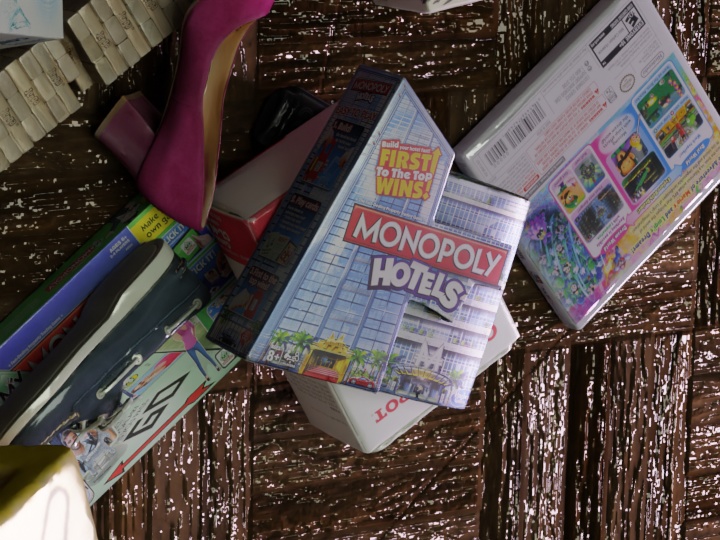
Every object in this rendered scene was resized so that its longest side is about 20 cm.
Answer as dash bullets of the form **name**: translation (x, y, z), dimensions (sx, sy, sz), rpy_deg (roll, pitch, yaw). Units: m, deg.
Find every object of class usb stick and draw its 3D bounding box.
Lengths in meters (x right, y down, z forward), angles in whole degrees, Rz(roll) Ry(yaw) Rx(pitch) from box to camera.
- **usb stick**: translation (0.010, -0.067, 1.710), dimensions (0.200, 0.033, 0.056), rpy_deg (29, 91, -34)

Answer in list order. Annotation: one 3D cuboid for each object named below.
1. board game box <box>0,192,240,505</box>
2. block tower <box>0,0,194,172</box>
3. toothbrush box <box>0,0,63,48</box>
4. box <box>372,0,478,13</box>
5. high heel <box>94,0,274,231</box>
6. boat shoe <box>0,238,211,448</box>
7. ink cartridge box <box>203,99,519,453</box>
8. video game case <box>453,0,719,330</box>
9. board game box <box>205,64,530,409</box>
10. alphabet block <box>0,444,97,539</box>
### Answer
- **board game box**: translation (-0.160, 0.048, 1.630), dimensions (0.200, 0.029, 0.135), rpy_deg (-45, 121, -16)
- **block tower**: translation (-0.195, -0.135, 1.552), dimensions (0.200, 0.054, 0.058), rpy_deg (-40, 119, -20)
- **toothbrush box**: translation (-0.277, -0.210, 1.426), dimensions (0.200, 0.085, 0.147), rpy_deg (2, 86, -47)
- **box**: translation (0.040, -0.281, 1.654), dimensions (0.068, 0.082, 0.200), rpy_deg (-18, 108, -27)
- **high heel**: translation (-0.082, -0.121, 1.561), dimensions (0.096, 0.200, 0.067), rpy_deg (44, 29, 5)
- **boat shoe**: translation (-0.174, 0.069, 1.567), dimensions (0.062, 0.075, 0.200), rpy_deg (46, 66, -19)
- **ink cartridge box**: translation (0.000, 0.000, 1.653), dimensions (0.148, 0.086, 0.200), rpy_deg (-35, 120, -20)
- **video game case**: translation (0.180, -0.087, 1.820), dimensions (0.200, 0.024, 0.182), rpy_deg (-45, 120, -17)
- **board game box**: translation (0.024, -0.022, 1.575), dimensions (0.200, 0.062, 0.200), rpy_deg (15, 95, -33)
- **alphabet block**: translation (-0.270, 0.234, 1.463), dimensions (0.195, 0.196, 0.200), rpy_deg (-46, 128, -59)
